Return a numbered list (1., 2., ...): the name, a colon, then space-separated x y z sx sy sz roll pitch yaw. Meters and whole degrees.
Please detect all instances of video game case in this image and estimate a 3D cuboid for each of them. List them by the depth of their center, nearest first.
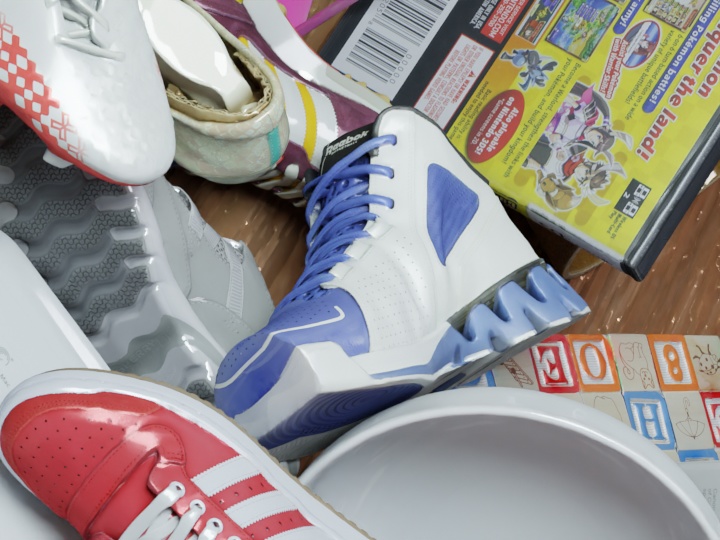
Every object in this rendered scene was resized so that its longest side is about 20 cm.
1. video game case: 0.101 -0.123 1.189 0.201 0.180 0.026 -57 158 -6

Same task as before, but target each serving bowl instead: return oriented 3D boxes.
1. serving bowl: 0.060 0.130 1.074 0.200 0.200 0.066 51 25 -11

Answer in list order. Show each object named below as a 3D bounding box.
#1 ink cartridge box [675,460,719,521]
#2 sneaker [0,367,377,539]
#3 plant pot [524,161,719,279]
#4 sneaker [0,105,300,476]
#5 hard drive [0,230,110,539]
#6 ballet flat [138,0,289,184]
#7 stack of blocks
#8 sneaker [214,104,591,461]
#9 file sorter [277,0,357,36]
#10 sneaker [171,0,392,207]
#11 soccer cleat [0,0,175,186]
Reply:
1. ink cartridge box: 0.210 0.149 1.048 0.082 0.200 0.148 7 83 -31
2. sneaker: -0.052 0.120 0.978 0.199 0.071 0.113 34 27 -16
3. plant pot: 0.110 -0.132 1.284 0.186 0.186 0.200 -26 75 -48
4. sneaker: -0.084 0.004 1.092 0.201 0.074 0.082 62 32 -15
5. hard drive: -0.156 0.088 0.996 0.132 0.026 0.200 54 42 -9
6. ballet flat: -0.105 -0.115 1.078 0.200 0.062 0.068 37 70 6
7. stack of blocks: 0.097 0.092 1.221 0.199 0.058 0.116 3 68 -44
8. sneaker: 0.001 0.000 1.090 0.199 0.080 0.116 -19 77 -51
9. file sorter: -0.028 -0.226 1.218 0.139 0.125 0.201 37 47 -25
10. sneaker: -0.046 -0.059 1.159 0.200 0.075 0.090 45 53 -9
11. soccer cleat: -0.119 -0.126 1.006 0.068 0.085 0.201 -14 71 -46
